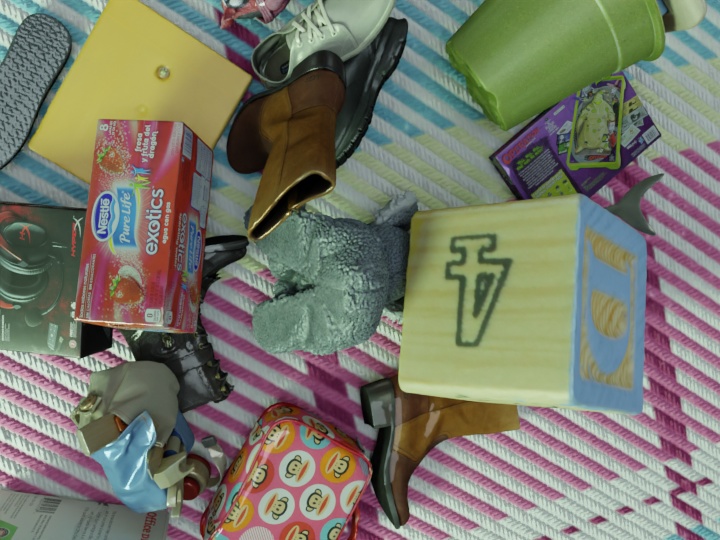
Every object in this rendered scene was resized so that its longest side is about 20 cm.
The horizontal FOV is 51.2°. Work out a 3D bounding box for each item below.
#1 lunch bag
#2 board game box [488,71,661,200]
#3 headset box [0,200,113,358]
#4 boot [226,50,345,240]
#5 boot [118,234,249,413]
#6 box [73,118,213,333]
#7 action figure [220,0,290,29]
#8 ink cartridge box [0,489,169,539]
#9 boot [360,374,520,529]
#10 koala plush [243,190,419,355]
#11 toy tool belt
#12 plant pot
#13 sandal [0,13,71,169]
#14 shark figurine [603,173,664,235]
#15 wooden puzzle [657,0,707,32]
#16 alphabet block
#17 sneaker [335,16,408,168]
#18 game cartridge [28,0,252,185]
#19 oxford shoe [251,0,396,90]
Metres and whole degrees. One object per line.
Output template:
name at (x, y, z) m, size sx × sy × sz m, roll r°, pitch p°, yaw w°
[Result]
lunch bag at (-0.076, 0.276, 0.888) m, size 0.175 × 0.082 × 0.202 m, roll 32°, pitch 89°, yaw -18°
board game box at (0.270, -0.156, 0.940) m, size 0.199 × 0.032 × 0.121 m, roll -39°, pitch 105°, yaw -6°
headset box at (-0.364, 0.004, 0.788) m, size 0.195 × 0.075 × 0.152 m, roll 6°, pitch 94°, yaw 8°
boot at (-0.084, -0.104, 0.764) m, size 0.186 × 0.203 × 0.068 m, roll -27°, pitch 131°, yaw 30°
boot at (-0.189, 0.067, 0.861) m, size 0.197 × 0.069 × 0.177 m, roll -25°, pitch 102°, yaw 1°
box at (-0.216, -0.041, 0.765) m, size 0.093 × 0.100 × 0.205 m, roll 3°, pitch 83°, yaw 8°
action figure at (-0.082, -0.335, 0.834) m, size 0.200 × 0.134 × 0.149 m, roll -47°, pitch 133°, yaw 0°
ink cartridge box at (-0.317, 0.316, 0.815) m, size 0.196 × 0.145 × 0.086 m, roll 11°, pitch 94°, yaw -11°
boot at (0.106, 0.210, 0.941) m, size 0.196 × 0.068 × 0.193 m, roll -10°, pitch 90°, yaw -17°
koala plush at (0.000, 0.000, 0.842) m, size 0.198 × 0.182 × 0.182 m, roll -12°, pitch 104°, yaw -46°
toy tool belt at (-0.231, 0.205, 0.806) m, size 0.123 × 0.124 × 0.202 m, roll -17°, pitch 120°, yaw 13°
plant pot at (0.204, -0.264, 0.851) m, size 0.189 × 0.200 × 0.201 m, roll -37°, pitch 101°, yaw 8°
sandal at (-0.379, -0.182, 0.812) m, size 0.076 × 0.043 × 0.202 m, roll 37°, pitch 78°, yaw -19°
shark figurine at (0.281, -0.038, 0.919) m, size 0.126 × 0.217 × 0.090 m, roll 21°, pitch 50°, yaw 16°
wooden puzzle at (0.282, -0.339, 0.836) m, size 0.037 × 0.200 × 0.186 m, roll -36°, pitch 101°, yaw 3°
alphabet block at (0.177, 0.044, 0.804) m, size 0.194 × 0.197 × 0.201 m, roll 19°, pitch 74°, yaw -48°
sneaker at (-0.018, -0.209, 0.865) m, size 0.089 × 0.076 × 0.203 m, roll 24°, pitch 84°, yaw -2°
game cartridge at (-0.243, -0.178, 0.841) m, size 0.174 × 0.032 × 0.202 m, roll 31°, pitch 92°, yaw -12°
oxford shoe at (-0.042, -0.258, 0.806) m, size 0.198 × 0.057 × 0.076 m, roll -30°, pitch 72°, yaw 27°
